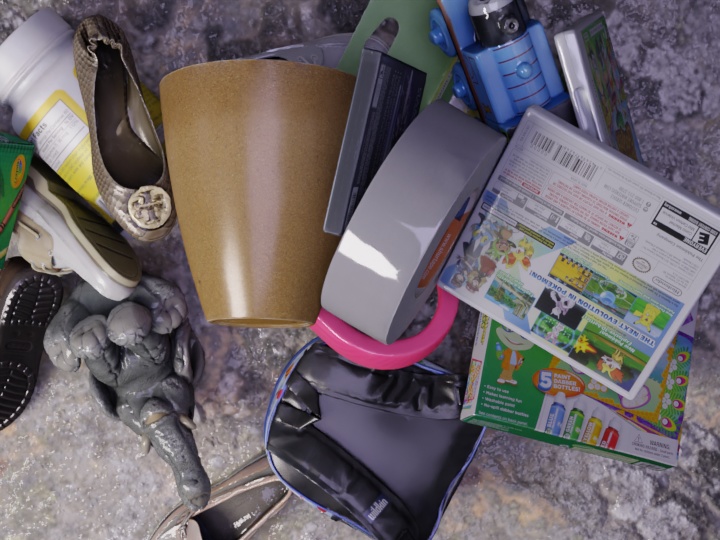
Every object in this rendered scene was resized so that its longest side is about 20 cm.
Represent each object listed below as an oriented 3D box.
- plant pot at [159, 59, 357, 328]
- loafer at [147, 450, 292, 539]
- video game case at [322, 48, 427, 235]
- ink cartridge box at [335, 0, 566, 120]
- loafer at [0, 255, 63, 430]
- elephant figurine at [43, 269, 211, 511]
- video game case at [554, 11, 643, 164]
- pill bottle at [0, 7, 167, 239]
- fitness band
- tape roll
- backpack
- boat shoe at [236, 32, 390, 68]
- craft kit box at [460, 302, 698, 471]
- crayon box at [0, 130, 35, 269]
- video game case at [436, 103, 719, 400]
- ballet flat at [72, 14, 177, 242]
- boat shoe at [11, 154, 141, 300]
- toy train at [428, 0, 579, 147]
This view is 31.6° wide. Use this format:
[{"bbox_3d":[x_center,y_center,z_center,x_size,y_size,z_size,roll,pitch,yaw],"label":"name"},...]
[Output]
[{"bbox_3d":[-0.081,-0.055,1.080,0.184,0.186,0.203,1,84,-3],"label":"plant pot"},{"bbox_3d":[-0.143,0.252,1.256,0.199,0.063,0.072,-39,100,4],"label":"loafer"},{"bbox_3d":[0.016,-0.104,1.066,0.019,0.200,0.145,14,97,11],"label":"video game case"},{"bbox_3d":[0.082,-0.169,1.178,0.199,0.048,0.147,25,97,-25],"label":"ink cartridge box"},{"bbox_3d":[-0.345,0.073,1.225,0.073,0.071,0.201,18,110,-39],"label":"loafer"},{"bbox_3d":[-0.204,0.102,1.204,0.140,0.156,0.201,0,131,31],"label":"elephant figurine"},{"bbox_3d":[0.221,-0.135,1.143,0.022,0.200,0.184,-13,101,20],"label":"video game case"},{"bbox_3d":[-0.243,-0.136,1.164,0.114,0.114,0.200,-44,98,5],"label":"pill bottle"},{"bbox_3d":[0.000,0.000,1.166,0.200,0.038,0.143,43,62,14],"label":"fitness band"},{"bbox_3d":[0.046,-0.039,1.061,0.066,0.200,0.202,30,97,10],"label":"tape roll"},{"bbox_3d":[0.005,0.148,1.201,0.189,0.154,0.202,28,84,-12],"label":"backpack"},{"bbox_3d":[-0.065,-0.181,1.186,0.197,0.069,0.073,-5,100,-1],"label":"boat shoe"},{"bbox_3d":[0.205,0.062,1.159,0.198,0.049,0.200,14,71,-10],"label":"craft kit box"},{"bbox_3d":[-0.398,-0.089,1.151,0.198,0.058,0.120,21,100,23],"label":"crayon box"},{"bbox_3d":[0.188,-0.013,1.070,0.199,0.022,0.183,30,117,8],"label":"video game case"},{"bbox_3d":[-0.202,-0.124,1.091,0.067,0.046,0.202,-13,86,-20],"label":"ballet flat"},{"bbox_3d":[-0.273,-0.028,1.167,0.069,0.075,0.200,-52,56,8],"label":"boat shoe"},{"bbox_3d":[0.129,-0.166,1.106,0.086,0.114,0.202,-27,113,-10],"label":"toy train"}]
